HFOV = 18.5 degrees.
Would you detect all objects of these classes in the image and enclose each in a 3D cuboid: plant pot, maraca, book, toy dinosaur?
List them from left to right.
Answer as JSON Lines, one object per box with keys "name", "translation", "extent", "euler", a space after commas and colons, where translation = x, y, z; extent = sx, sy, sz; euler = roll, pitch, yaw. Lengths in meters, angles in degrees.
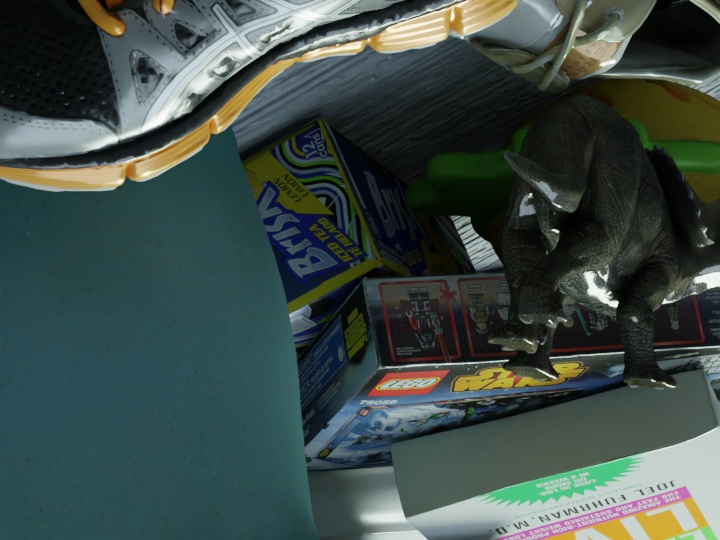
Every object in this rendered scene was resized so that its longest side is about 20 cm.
{"name": "plant pot", "translation": [-0.106, 0.045, 0.735], "extent": [0.199, 0.189, 0.200], "euler": [-23, 162, -8]}
{"name": "toy dinosaur", "translation": [0.080, -0.018, 0.791], "extent": [0.077, 0.103, 0.200], "euler": [-1, 160, 35]}
{"name": "book", "translation": [0.103, 0.098, 0.968], "extent": [0.133, 0.048, 0.200], "euler": [-16, 157, 12]}
{"name": "maraca", "translation": [0.107, -0.032, 0.947], "extent": [0.136, 0.108, 0.199], "euler": [-20, 160, 34]}

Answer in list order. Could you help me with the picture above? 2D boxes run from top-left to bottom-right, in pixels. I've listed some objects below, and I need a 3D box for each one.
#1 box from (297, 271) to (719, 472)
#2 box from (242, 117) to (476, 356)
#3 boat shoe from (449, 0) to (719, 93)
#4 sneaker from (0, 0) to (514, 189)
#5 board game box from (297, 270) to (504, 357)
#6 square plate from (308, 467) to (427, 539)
{"name": "box", "translation": [0.075, 0.040, 0.909], "extent": [0.198, 0.040, 0.137], "euler": [-2, 159, -21]}
{"name": "box", "translation": [0.000, 0.000, 0.946], "extent": [0.064, 0.070, 0.200], "euler": [-28, 163, 11]}
{"name": "boat shoe", "translation": [0.071, -0.101, 0.757], "extent": [0.199, 0.069, 0.075], "euler": [-8, 159, -41]}
{"name": "sneaker", "translation": [-0.039, -0.091, 0.622], "extent": [0.199, 0.078, 0.077], "euler": [-26, 152, -15]}
{"name": "board game box", "translation": [-0.010, 0.058, 1.156], "extent": [0.199, 0.035, 0.135], "euler": [-11, 157, -42]}
{"name": "square plate", "translation": [-0.036, 0.155, 1.088], "extent": [0.199, 0.029, 0.198], "euler": [1, 144, -32]}
